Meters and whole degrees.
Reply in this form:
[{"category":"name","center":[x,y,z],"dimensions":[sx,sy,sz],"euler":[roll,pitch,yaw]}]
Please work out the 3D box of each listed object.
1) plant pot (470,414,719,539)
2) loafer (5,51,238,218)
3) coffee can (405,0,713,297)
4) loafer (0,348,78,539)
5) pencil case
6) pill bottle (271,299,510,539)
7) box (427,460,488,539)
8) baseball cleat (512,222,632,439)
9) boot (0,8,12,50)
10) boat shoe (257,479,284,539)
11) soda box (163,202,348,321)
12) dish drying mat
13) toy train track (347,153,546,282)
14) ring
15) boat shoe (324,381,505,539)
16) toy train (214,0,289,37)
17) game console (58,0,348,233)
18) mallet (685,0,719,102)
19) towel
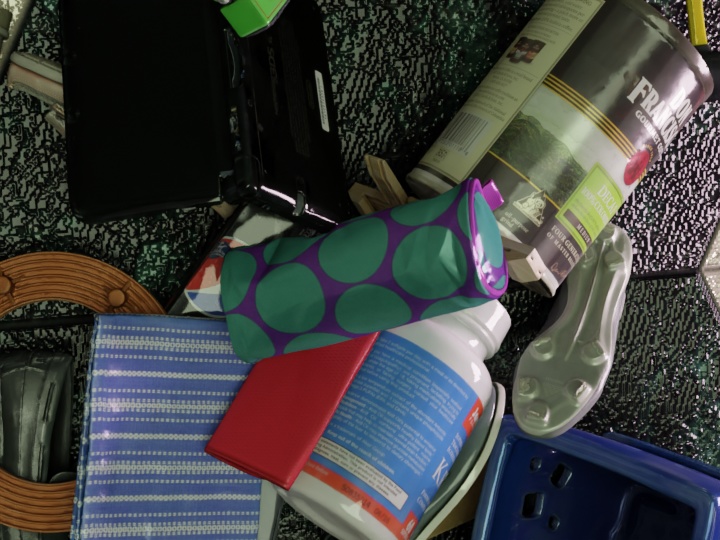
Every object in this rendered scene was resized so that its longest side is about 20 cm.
[{"category":"plant pot","center":[0.211,0.234,1.019],"dimensions":[0.179,0.199,0.203],"euler":[8,96,-49]},{"category":"loafer","center":[-0.170,-0.098,0.965],"dimensions":[0.198,0.072,0.064],"euler":[21,99,-18]},{"category":"coffee can","center":[0.150,-0.103,1.000],"dimensions":[0.146,0.146,0.201],"euler":[39,88,-15]},{"category":"loafer","center":[-0.235,0.159,0.976],"dimensions":[0.069,0.068,0.203],"euler":[-4,95,5]},{"category":"pencil case","center":[0.000,0.000,0.888],"dimensions":[0.198,0.093,0.086],"euler":[-14,122,21]},{"category":"pill bottle","center":[0.029,0.101,0.967],"dimensions":[0.112,0.112,0.201],"euler":[38,72,-15]},{"category":"box","center":[0.029,0.123,1.062],"dimensions":[0.162,0.021,0.202],"euler":[-22,102,-9]},{"category":"baseball cleat","center":[0.174,0.061,1.028],"dimensions":[0.069,0.107,0.201],"euler":[17,59,22]},{"category":"boot","center":[-0.338,-0.103,0.911],"dimensions":[0.180,0.073,0.203],"euler":[13,89,-15]},{"category":"boat shoe","center":[-0.092,0.169,1.009],"dimensions":[0.065,0.074,0.203],"euler":[14,97,4]},{"category":"soda box","center":[-0.095,0.009,0.992],"dimensions":[0.063,0.071,0.201],"euler":[36,88,-10]},{"category":"dish drying mat","center":[-0.031,0.059,0.941],"dimensions":[0.201,0.076,0.018],"euler":[-60,150,-21]},{"category":"toy train track","center":[0.053,-0.024,0.961],"dimensions":[0.033,0.199,0.115],"euler":[-48,130,-16]},{"category":"ring","center":[-0.222,0.087,0.938],"dimensions":[0.197,0.019,0.203],"euler":[0,88,-2]},{"category":"boat shoe","center":[0.040,0.163,1.021],"dimensions":[0.062,0.073,0.201],"euler":[35,88,-13]},{"category":"toy train","center":[-0.048,-0.238,0.937],"dimensions":[0.057,0.041,0.201],"euler":[52,45,-23]},{"category":"game console","center":[-0.110,-0.120,0.939],"dimensions":[0.175,0.115,0.202],"euler":[21,55,-51]},{"category":"mallet","center":[0.262,-0.235,1.070],"dimensions":[0.065,0.041,0.203],"euler":[-15,95,-9]},{"category":"towel","center":[-0.130,0.134,0.925],"dimensions":[0.143,0.024,0.203],"euler":[5,89,-31]}]
